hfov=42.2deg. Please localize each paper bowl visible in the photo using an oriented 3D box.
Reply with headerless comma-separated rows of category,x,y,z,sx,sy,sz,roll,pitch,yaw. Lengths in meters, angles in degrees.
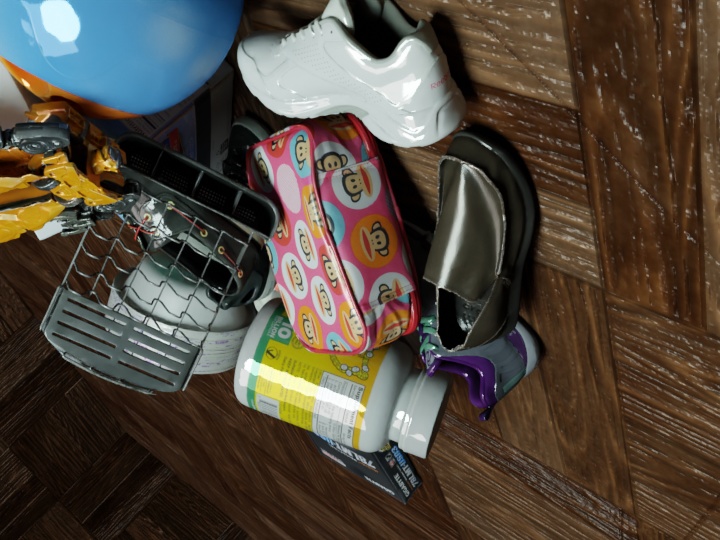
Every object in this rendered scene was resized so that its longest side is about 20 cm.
paper bowl,-0.238,0.045,1.259,0.199,0.199,0.106,31,113,30

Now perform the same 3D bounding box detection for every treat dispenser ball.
treat dispenser ball,-0.184,-0.214,0.686,0.200,0.201,0.202,36,156,19

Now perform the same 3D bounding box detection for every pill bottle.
pill bottle,-0.014,0.109,0.916,0.197,0.114,0.113,19,151,12

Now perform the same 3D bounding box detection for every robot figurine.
robot figurine,-0.265,-0.070,0.695,0.196,0.059,0.145,-12,157,15

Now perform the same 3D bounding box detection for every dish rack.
dish rack,-0.175,0.003,0.794,0.151,0.203,0.054,25,180,-17

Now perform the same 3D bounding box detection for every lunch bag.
lunch bag,-0.035,-0.027,0.823,0.175,0.081,0.204,-6,101,60

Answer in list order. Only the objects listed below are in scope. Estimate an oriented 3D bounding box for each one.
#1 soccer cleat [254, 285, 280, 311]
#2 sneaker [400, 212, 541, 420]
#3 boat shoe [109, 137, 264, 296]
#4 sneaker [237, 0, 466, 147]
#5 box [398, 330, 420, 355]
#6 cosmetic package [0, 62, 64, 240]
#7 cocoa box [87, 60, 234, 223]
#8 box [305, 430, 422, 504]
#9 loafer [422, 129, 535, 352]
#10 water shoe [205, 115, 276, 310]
soccer cleat,-0.102,0.026,1.122,0.077,0.069,0.201,39,159,20
sneaker,0.065,0.036,0.821,0.200,0.088,0.075,43,157,6
boat shoe,-0.176,-0.049,0.846,0.200,0.064,0.073,36,148,-28
sneaker,-0.013,-0.161,0.666,0.197,0.078,0.101,18,140,32
box,0.000,0.000,0.935,0.201,0.041,0.039,49,156,-11
cosmetic package,-0.301,-0.149,0.791,0.151,0.051,0.202,-125,13,-53
cocoa box,-0.219,-0.150,0.941,0.133,0.131,0.201,41,157,8
box,-0.024,0.225,1.344,0.198,0.050,0.200,21,146,46
loafer,0.086,-0.010,0.711,0.072,0.071,0.203,26,141,37
water shoe,-0.120,-0.051,0.938,0.071,0.078,0.203,23,124,35
